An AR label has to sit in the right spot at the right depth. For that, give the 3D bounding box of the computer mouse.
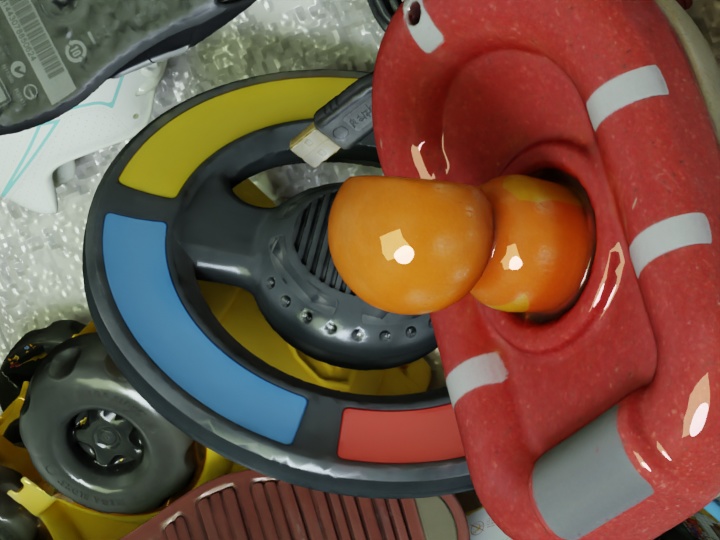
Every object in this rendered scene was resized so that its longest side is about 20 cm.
[{"bbox_3d":[-0.060,-0.091,0.955,0.200,0.046,0.141,-33,92,17],"label":"computer mouse"}]

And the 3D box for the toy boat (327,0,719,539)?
[{"bbox_3d":[0.046,-0.011,0.840,0.130,0.130,0.201,-40,55,42],"label":"toy boat"}]

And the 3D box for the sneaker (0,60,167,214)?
[{"bbox_3d":[-0.100,-0.102,1.037,0.080,0.071,0.200,38,124,-10],"label":"sneaker"}]

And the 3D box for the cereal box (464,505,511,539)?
[{"bbox_3d":[0.039,0.160,1.025,0.200,0.040,0.144,-28,132,25],"label":"cereal box"}]

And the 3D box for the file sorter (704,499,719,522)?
[{"bbox_3d":[0.191,-0.004,0.880,0.123,0.138,0.201,40,122,31],"label":"file sorter"}]

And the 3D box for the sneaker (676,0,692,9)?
[{"bbox_3d":[0.064,-0.123,0.947,0.082,0.078,0.201,-10,95,32],"label":"sneaker"}]

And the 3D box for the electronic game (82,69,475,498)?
[{"bbox_3d":[0.000,0.000,0.947,0.199,0.200,0.042,27,137,14],"label":"electronic game"}]

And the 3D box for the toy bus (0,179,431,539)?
[{"bbox_3d":[-0.060,0.091,1.059,0.192,0.136,0.200,40,123,-12],"label":"toy bus"}]

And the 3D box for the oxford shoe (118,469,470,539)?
[{"bbox_3d":[-0.053,0.120,0.978,0.199,0.075,0.071,-15,74,9],"label":"oxford shoe"}]

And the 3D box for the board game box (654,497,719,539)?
[{"bbox_3d":[0.151,0.115,0.886,0.200,0.104,0.024,44,123,46],"label":"board game box"}]
